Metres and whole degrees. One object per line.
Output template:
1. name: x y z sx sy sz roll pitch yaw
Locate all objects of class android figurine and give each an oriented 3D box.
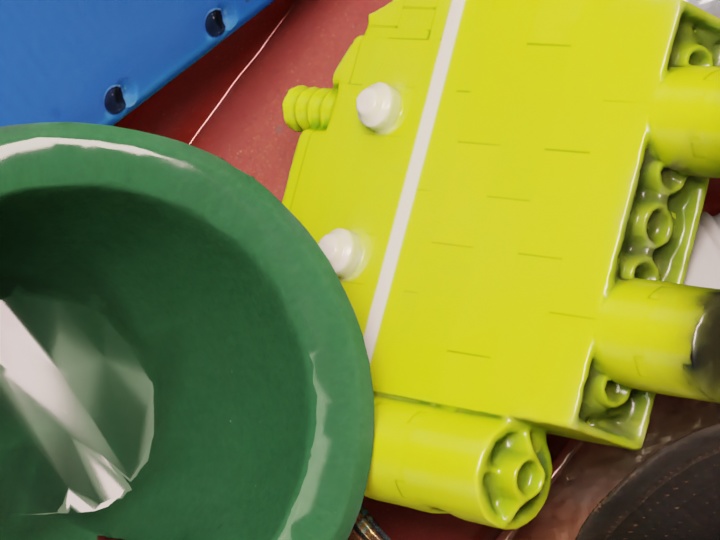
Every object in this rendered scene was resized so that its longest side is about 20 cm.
1. android figurine: 0.040 -0.019 0.808 0.199 0.041 0.183 11 83 48

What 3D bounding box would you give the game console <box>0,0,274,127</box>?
1. game console: -0.122 -0.138 0.869 0.170 0.119 0.200 30 54 31

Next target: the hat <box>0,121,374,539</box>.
1. hat: -0.103 0.046 0.862 0.198 0.176 0.167 -2 88 -6

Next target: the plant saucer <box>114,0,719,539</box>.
1. plant saucer: 0.000 0.000 0.896 0.199 0.037 0.200 36 87 23

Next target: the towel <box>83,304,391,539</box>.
1. towel: -0.083 0.072 0.874 0.200 0.022 0.147 49 116 17

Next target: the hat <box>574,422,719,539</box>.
1. hat: 0.158 0.095 0.783 0.199 0.202 0.081 10 37 20

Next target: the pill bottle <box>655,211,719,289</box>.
1. pill bottle: 0.184 -0.025 0.800 0.199 0.111 0.111 -29 67 3
